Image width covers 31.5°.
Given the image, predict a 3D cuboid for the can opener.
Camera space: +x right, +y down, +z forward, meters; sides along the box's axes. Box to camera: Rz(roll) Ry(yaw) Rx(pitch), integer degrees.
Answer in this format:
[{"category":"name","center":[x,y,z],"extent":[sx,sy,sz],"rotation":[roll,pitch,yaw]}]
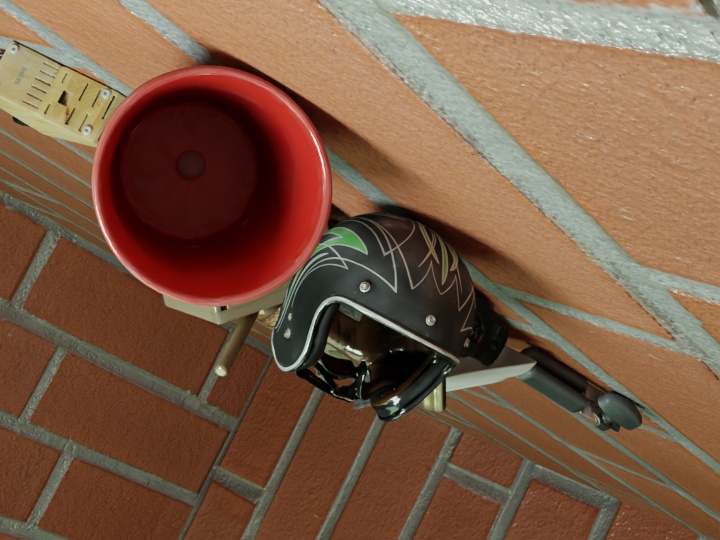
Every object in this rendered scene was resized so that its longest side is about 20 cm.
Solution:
[{"category":"can opener","center":[0.293,0.158,1.714],"extent":[0.200,0.053,0.066],"rotation":[29,137,-26]}]

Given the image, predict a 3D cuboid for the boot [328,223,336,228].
[{"category":"boot","center":[0.000,0.000,1.553],"extent":[0.144,0.073,0.200],"rotation":[32,177,-42]}]

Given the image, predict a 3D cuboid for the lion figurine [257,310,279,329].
[{"category":"lion figurine","center":[-0.149,0.018,1.800],"extent":[0.122,0.073,0.200],"rotation":[14,154,45]}]

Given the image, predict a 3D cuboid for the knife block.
[{"category":"knife block","center":[-0.355,-0.192,1.479],"extent":[0.200,0.064,0.176],"rotation":[26,172,4]}]

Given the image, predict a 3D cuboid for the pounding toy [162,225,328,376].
[{"category":"pounding toy","center":[-0.131,0.006,1.429],"extent":[0.184,0.143,0.200],"rotation":[-19,-164,-27]}]

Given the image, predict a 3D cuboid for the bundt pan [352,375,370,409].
[{"category":"bundt pan","center":[0.077,0.158,2.000],"extent":[0.201,0.076,0.202],"rotation":[-15,173,-2]}]

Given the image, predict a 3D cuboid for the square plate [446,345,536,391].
[{"category":"square plate","center":[0.105,0.127,1.693],"extent":[0.199,0.029,0.198],"rotation":[-9,-169,-16]}]

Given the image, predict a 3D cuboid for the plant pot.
[{"category":"plant pot","center":[-0.140,-0.082,1.120],"extent":[0.200,0.201,0.177],"rotation":[29,-178,-18]}]

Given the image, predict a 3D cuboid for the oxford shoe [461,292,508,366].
[{"category":"oxford shoe","center":[0.115,0.062,1.557],"extent":[0.084,0.073,0.200],"rotation":[31,172,24]}]

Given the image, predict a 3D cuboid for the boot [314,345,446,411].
[{"category":"boot","center":[0.021,0.111,1.556],"extent":[0.154,0.072,0.200],"rotation":[-3,-153,-8]}]

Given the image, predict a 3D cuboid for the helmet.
[{"category":"helmet","center":[0.021,0.036,1.278],"extent":[0.200,0.191,0.200],"rotation":[32,-154,-18]}]
